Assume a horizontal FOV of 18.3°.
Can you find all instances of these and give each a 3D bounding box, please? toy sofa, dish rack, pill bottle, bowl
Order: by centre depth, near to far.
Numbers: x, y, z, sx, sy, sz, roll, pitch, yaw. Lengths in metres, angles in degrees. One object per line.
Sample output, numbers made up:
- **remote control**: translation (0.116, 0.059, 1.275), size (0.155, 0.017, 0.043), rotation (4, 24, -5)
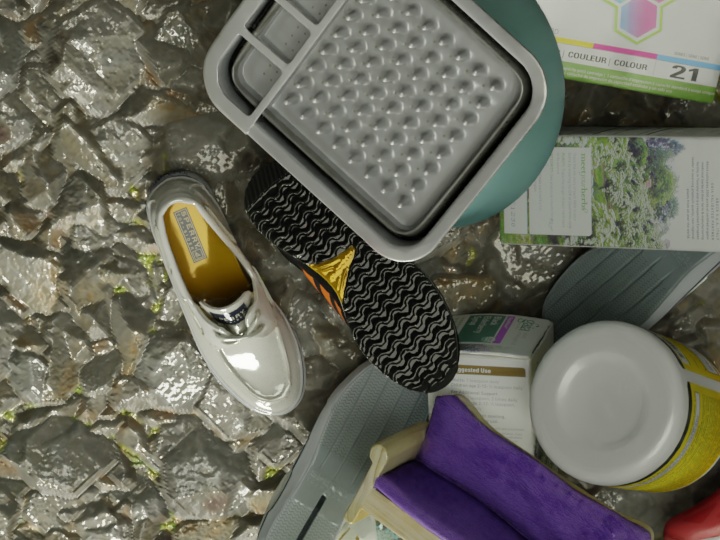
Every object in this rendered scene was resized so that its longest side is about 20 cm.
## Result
- **dish rack**: translation (0.013, -0.125, 1.445), size (0.200, 0.044, 0.172), rotation (42, 113, 8)
- **bowl**: translation (0.030, -0.119, 1.520), size (0.199, 0.105, 0.203), rotation (5, 103, 21)
- **toy sofa**: translation (0.097, 0.178, 1.541), size (0.199, 0.083, 0.098), rotation (35, 113, 18)
- **pill bottle**: translation (0.201, 0.101, 1.598), size (0.111, 0.200, 0.114), rotation (-4, 81, 23)

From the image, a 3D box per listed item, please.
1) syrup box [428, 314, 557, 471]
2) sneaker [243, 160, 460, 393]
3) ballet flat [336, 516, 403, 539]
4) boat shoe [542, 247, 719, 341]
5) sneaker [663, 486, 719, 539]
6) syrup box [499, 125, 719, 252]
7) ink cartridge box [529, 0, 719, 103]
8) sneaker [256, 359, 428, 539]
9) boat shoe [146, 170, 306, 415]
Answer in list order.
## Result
- **syrup box**: translation (0.099, 0.140, 1.648), size (0.081, 0.079, 0.202), rotation (1, 109, 16)
- **sneaker**: translation (0.000, 0.000, 1.587), size (0.070, 0.090, 0.200), rotation (-43, 91, 5)
- **ballet flat**: translation (0.013, 0.226, 1.694), size (0.070, 0.069, 0.202), rotation (1, 112, -2)
- **boat shoe**: translation (0.226, -0.004, 1.637), size (0.199, 0.067, 0.074), rotation (-34, 74, 28)
- **sneaker**: translation (0.308, 0.134, 1.702), size (0.199, 0.078, 0.116), rotation (-23, 101, -12)
- **syrup box**: translation (0.200, -0.059, 1.559), size (0.198, 0.081, 0.080), rotation (2, 98, 26)
- **ink cartridge box**: translation (0.192, -0.233, 1.557), size (0.146, 0.076, 0.202), rotation (8, 108, -9)
- **sneaker**: translation (-0.020, 0.141, 1.662), size (0.073, 0.071, 0.201), rotation (39, 79, -12)
- **boat shoe**: translation (-0.095, 0.025, 1.611), size (0.070, 0.070, 0.201), rotation (-23, 109, 1)
